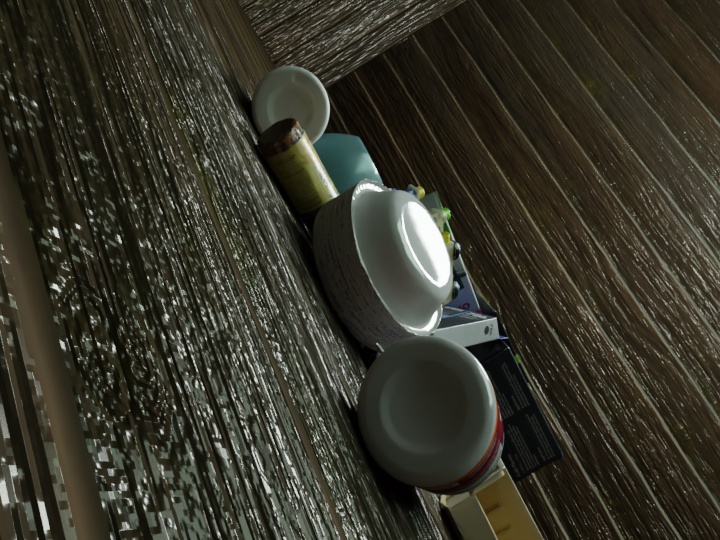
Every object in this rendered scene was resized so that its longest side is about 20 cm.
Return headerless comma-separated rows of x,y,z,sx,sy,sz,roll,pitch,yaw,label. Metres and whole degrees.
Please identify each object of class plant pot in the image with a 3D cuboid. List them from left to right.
-0.038,-0.164,1.110,0.204,0.132,0.200,61,3,-6,plant pot

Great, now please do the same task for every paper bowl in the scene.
0.039,-0.013,0.754,0.200,0.103,0.205,40,36,-37,paper bowl

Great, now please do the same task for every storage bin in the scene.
0.186,0.350,0.779,0.204,0.092,0.199,63,3,12,storage bin

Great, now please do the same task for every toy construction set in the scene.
0.090,-0.019,0.913,0.130,0.091,0.204,26,-39,44,toy construction set

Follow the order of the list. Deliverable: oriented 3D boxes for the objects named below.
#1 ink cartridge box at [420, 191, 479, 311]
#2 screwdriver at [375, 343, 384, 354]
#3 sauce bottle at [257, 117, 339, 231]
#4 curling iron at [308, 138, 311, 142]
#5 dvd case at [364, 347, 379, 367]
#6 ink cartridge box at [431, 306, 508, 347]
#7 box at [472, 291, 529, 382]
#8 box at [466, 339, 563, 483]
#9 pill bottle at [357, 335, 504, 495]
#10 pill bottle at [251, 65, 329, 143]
0.101,-0.004,1.043,0.084,0.143,0.203,-96,161,-62,ink cartridge box
0.052,0.129,0.698,0.029,0.028,0.201,29,-18,30,screwdriver
-0.063,-0.101,0.821,0.202,0.065,0.067,60,3,-35,sauce bottle
-0.083,-0.150,0.908,0.200,0.025,0.051,118,-42,-80,curling iron
0.048,0.158,0.825,0.146,0.017,0.200,63,4,-1,dvd case
0.130,0.084,0.917,0.197,0.098,0.041,-2,100,-46,ink cartridge box
0.168,0.162,1.092,0.151,0.197,0.125,59,4,-15,box
0.189,0.236,0.987,0.204,0.179,0.104,61,2,-9,box
0.072,0.139,0.556,0.115,0.111,0.200,62,3,26,pill bottle
-0.105,-0.249,0.948,0.116,0.112,0.200,60,3,-16,pill bottle
